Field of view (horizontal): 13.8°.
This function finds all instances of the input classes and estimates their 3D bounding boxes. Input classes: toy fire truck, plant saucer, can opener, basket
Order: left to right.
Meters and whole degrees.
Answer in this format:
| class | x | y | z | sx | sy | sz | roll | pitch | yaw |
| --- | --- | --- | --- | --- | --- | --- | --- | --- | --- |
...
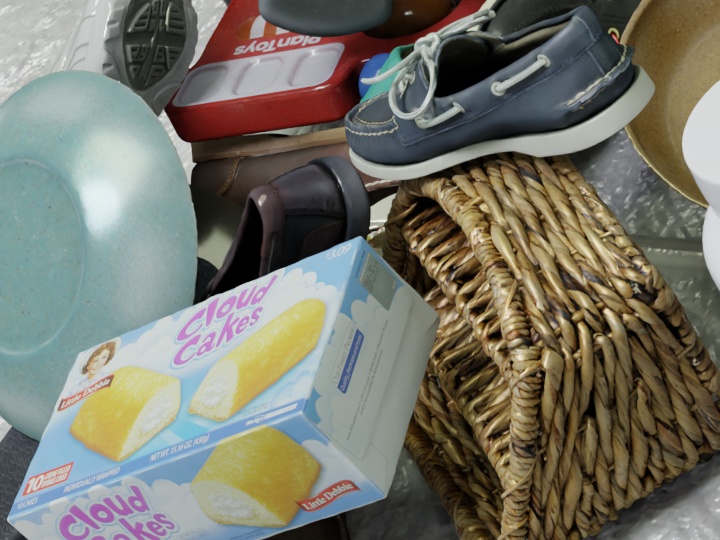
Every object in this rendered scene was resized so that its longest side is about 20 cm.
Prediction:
| class | x | y | z | sx | sy | sz | roll | pitch | yaw |
| --- | --- | --- | --- | --- | --- | --- | --- | --- | --- |
| plant saucer | -0.169 | -0.007 | 1.581 | 0.200 | 0.039 | 0.203 | -2 | 87 | 42 |
| toy fire truck | 0.001 | -0.137 | 1.679 | 0.199 | 0.113 | 0.168 | -5 | 38 | 26 |
| can opener | 0.045 | -0.162 | 1.599 | 0.199 | 0.067 | 0.053 | -3 | -2 | 5 |
| basket | 0.068 | 0.028 | 1.435 | 0.149 | 0.143 | 0.200 | -33 | 35 | 1 |
| plant saucer | 0.226 | -0.088 | 1.485 | 0.199 | 0.036 | 0.201 | -4 | 53 | 5 |

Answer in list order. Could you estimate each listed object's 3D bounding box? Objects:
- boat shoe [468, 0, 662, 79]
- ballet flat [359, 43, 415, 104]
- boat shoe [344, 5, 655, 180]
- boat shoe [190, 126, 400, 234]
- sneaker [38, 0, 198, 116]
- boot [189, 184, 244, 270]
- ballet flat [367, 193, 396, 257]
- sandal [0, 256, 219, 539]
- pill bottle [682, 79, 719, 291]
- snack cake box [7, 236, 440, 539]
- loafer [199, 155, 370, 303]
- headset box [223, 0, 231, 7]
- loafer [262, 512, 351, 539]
| class | x | y | z | sx | sy | sz | roll | pitch | yaw |
| --- | --- | --- | --- | --- | --- | --- | --- | --- | --- |
| boat shoe | 0.127 | -0.116 | 1.537 | 0.063 | 0.074 | 0.201 | 14 | 13 | 37 |
| ballet flat | 0.082 | -0.108 | 1.576 | 0.199 | 0.071 | 0.067 | -23 | 60 | -41 |
| boat shoe | 0.053 | -0.086 | 1.409 | 0.075 | 0.062 | 0.200 | -44 | 22 | -27 |
| boat shoe | -0.011 | -0.046 | 1.657 | 0.199 | 0.070 | 0.071 | -6 | 84 | 39 |
| sneaker | -0.156 | -0.098 | 1.646 | 0.099 | 0.078 | 0.201 | 9 | 82 | 38 |
| boot | -0.124 | -0.002 | 1.687 | 0.199 | 0.076 | 0.074 | 6 | 56 | 29 |
| ballet flat | 0.000 | 0.000 | 1.589 | 0.199 | 0.064 | 0.076 | -31 | 37 | 7 |
| sandal | -0.140 | 0.071 | 1.620 | 0.200 | 0.043 | 0.076 | -49 | 46 | 10 |
| pill bottle | 0.216 | 0.002 | 1.295 | 0.111 | 0.200 | 0.112 | -21 | 37 | 17 |
| snack cake box | -0.066 | 0.072 | 1.432 | 0.199 | 0.067 | 0.115 | -22 | 36 | 37 |
| loafer | -0.059 | 0.019 | 1.519 | 0.063 | 0.201 | 0.072 | -9 | 52 | -36 |
| headset box | -0.013 | -0.241 | 1.850 | 0.199 | 0.093 | 0.175 | -26 | 36 | 13 |
| loafer | -0.042 | 0.134 | 1.463 | 0.073 | 0.071 | 0.200 | -30 | 36 | 7 |
